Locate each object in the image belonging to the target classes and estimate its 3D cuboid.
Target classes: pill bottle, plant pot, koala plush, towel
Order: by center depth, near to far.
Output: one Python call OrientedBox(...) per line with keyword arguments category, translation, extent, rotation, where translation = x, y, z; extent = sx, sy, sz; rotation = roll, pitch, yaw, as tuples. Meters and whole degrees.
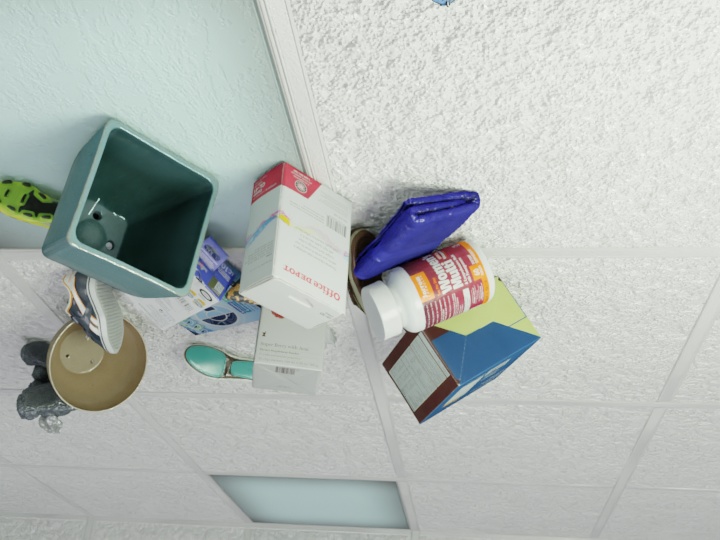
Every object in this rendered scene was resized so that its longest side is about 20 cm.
OrientedBox(category="plant pot", translation=(-0.364, -0.071, 1.229), extent=(0.195, 0.198, 0.199), rotation=(29, 152, -36))
OrientedBox(category="towel", translation=(0.083, -0.060, 1.279), extent=(0.147, 0.050, 0.200), rotation=(-17, 163, -34))
OrientedBox(category="pill bottle", translation=(0.109, 0.034, 1.330), extent=(0.198, 0.110, 0.110), rotation=(-22, 153, -14))
OrientedBox(category="plant pot", translation=(-0.560, 0.178, 1.697), extent=(0.199, 0.202, 0.134), rotation=(28, 170, -34))
OrientedBox(category="koala plush", translation=(-0.703, 0.283, 1.893), extent=(0.182, 0.179, 0.200), rotation=(8, 147, -26))

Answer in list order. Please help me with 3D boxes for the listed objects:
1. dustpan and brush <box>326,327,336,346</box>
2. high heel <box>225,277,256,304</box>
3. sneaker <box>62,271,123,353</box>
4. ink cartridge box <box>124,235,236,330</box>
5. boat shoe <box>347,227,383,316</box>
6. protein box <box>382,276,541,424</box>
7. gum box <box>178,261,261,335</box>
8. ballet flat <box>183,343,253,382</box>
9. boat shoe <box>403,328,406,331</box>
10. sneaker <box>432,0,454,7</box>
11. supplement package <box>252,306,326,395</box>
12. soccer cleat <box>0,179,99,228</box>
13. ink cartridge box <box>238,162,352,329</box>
OrientedBox(category="dustpan and brush", translation=(-0.117, 0.123, 1.637), extent=(0.138, 0.058, 0.201), rotation=(5, 150, 0))
OrientedBox(category="high heel", translation=(-0.132, -0.009, 1.365), extent=(0.198, 0.072, 0.143), rotation=(-18, 160, -17))
OrientedBox(category="sneaker", translation=(-0.517, 0.077, 1.587), extent=(0.078, 0.079, 0.202), rotation=(3, 129, 7))
OrientedBox(category="ink cartridge box", translation=(-0.312, 0.007, 1.408), extent=(0.199, 0.077, 0.137), rotation=(-24, 117, 37))
OrientedBox(category="boat shoe", translation=(-0.004, 0.004, 1.408), extent=(0.074, 0.075, 0.204), rotation=(28, 146, 36))
OrientedBox(category="protein box", translation=(0.176, 0.145, 1.472), extent=(0.197, 0.136, 0.200), rotation=(-25, 162, -28))
OrientedBox(category="gum box", translation=(-0.292, 0.052, 1.558), extent=(0.198, 0.045, 0.170), rotation=(-15, 143, 29))
OrientedBox(category="ballet flat", translation=(-0.301, 0.213, 1.822), extent=(0.198, 0.070, 0.069), rotation=(15, 148, -19))
OrientedBox(category="boat shoe", translation=(0.105, 0.061, 1.504), extent=(0.074, 0.076, 0.200), rotation=(37, 157, 8))
OrientedBox(category="sneaker", translation=(0.101, -0.326, 0.843), extent=(0.198, 0.079, 0.089), rotation=(2, 158, 22))
OrientedBox(category="supplement package", translation=(-0.121, 0.101, 1.461), extent=(0.120, 0.202, 0.120), rotation=(7, 151, -5))
OrientedBox(category="soccer cleat", translation=(-0.507, -0.087, 1.334), extent=(0.198, 0.065, 0.084), rotation=(17, 150, -21))
OrientedBox(category="ink cartridge box", translation=(-0.093, -0.036, 1.224), extent=(0.085, 0.202, 0.147), rotation=(-23, 139, 39))
